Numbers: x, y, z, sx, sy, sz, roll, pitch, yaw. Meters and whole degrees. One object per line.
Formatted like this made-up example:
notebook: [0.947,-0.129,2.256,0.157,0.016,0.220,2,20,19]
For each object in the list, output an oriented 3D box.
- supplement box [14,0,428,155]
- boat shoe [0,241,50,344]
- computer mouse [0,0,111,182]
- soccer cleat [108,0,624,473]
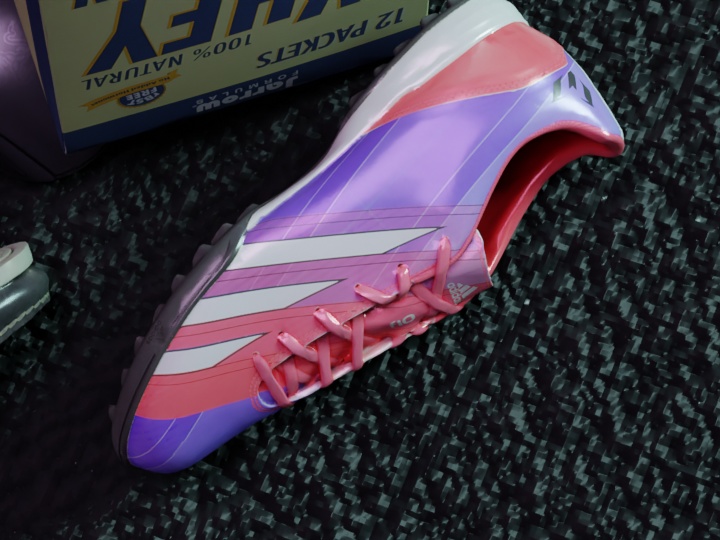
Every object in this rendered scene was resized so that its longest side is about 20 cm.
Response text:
supplement box: [-0.069,-0.180,0.884,0.134,0.200,0.200,-18,69,-8]
boat shoe: [-0.178,0.070,0.942,0.200,0.072,0.068,-45,104,-7]
computer mouse: [-0.184,-0.087,0.989,0.140,0.046,0.200,-46,67,-1]
soccer cleat: [0.000,0.000,0.898,0.073,0.068,0.200,42,87,19]
